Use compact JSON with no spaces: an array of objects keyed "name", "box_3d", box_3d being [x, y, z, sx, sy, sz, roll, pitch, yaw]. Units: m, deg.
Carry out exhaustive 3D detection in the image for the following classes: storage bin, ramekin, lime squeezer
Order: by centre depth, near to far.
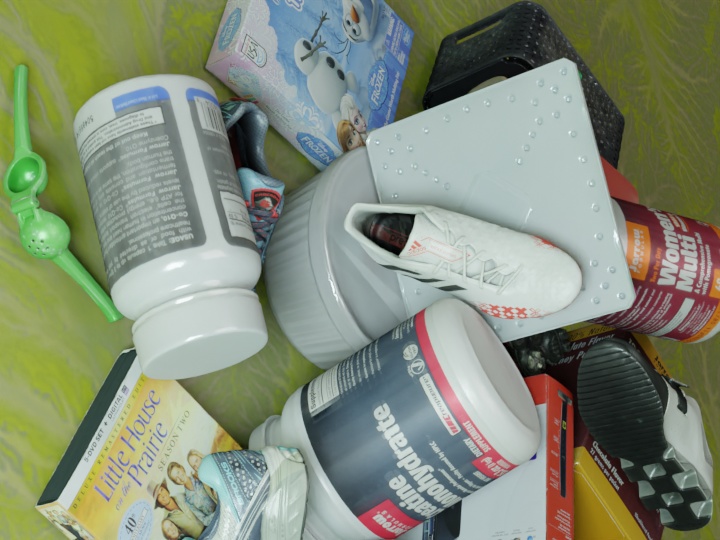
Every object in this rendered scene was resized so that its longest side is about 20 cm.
[{"name":"lime squeezer","box_3d":[-0.224,-0.053,1.006,0.070,0.037,0.202,-24,94,-53]},{"name":"ramekin","box_3d":[0.000,0.000,1.217,0.201,0.094,0.205,25,57,-44]},{"name":"storage bin","box_3d":[0.174,-0.164,1.465,0.200,0.134,0.094,47,42,-28]}]

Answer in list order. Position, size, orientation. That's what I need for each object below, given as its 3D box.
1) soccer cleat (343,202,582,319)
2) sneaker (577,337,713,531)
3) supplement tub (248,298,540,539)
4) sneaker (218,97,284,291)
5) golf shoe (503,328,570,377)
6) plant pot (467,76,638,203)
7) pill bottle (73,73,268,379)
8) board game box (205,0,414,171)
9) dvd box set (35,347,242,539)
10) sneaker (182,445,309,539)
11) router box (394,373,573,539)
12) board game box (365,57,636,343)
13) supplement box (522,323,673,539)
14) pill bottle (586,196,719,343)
[{"name":"soccer cleat","box_3d":[0.076,-0.012,1.089,0.085,0.198,0.069,24,86,-58]},{"name":"sneaker","box_3d":[0.242,0.119,1.171,0.201,0.073,0.089,59,38,-29]},{"name":"supplement tub","box_3d":[0.027,0.127,1.085,0.141,0.199,0.141,51,16,-21]},{"name":"sneaker","box_3d":[-0.104,-0.044,1.103,0.079,0.095,0.203,10,68,-48]},{"name":"golf shoe","box_3d":[0.122,0.001,1.263,0.077,0.088,0.202,-20,104,-32]},{"name":"plant pot","box_3d":[0.145,-0.078,1.366,0.178,0.200,0.201,47,43,-15]},{"name":"pill bottle","box_3d":[-0.137,-0.031,1.023,0.113,0.113,0.202,6,63,-50]},{"name":"board game box","box_3d":[-0.040,-0.206,1.294,0.199,0.043,0.202,39,48,-33]},{"name":"dvd box set","box_3d":[-0.134,0.175,1.030,0.200,0.029,0.147,50,42,-26]},{"name":"sneaker","box_3d":[-0.092,0.224,0.994,0.085,0.078,0.203,7,85,-13]},{"name":"router box","box_3d":[0.079,0.192,1.147,0.049,0.198,0.181,35,49,-45]},{"name":"board game box","box_3d":[0.113,-0.045,1.136,0.026,0.198,0.202,-2,77,-58]},{"name":"supplement box","box_3d":[0.176,0.173,1.281,0.133,0.196,0.201,54,40,-20]},{"name":"pill bottle","box_3d":[0.223,-0.006,1.209,0.198,0.109,0.111,12,64,-26]}]
